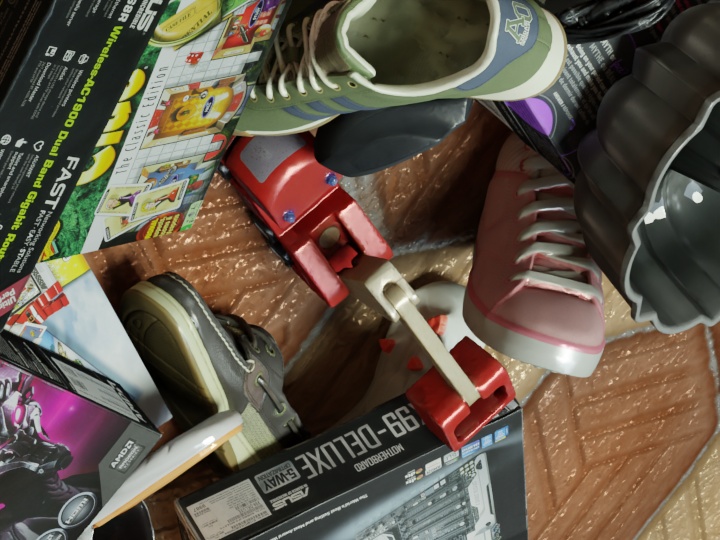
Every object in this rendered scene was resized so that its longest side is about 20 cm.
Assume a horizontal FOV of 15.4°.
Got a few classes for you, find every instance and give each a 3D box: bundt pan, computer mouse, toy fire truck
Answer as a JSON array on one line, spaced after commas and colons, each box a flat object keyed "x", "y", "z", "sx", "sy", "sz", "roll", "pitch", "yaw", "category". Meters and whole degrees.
[{"x": 0.191, "y": -0.068, "z": 1.415, "sx": 0.201, "sy": 0.076, "sz": 0.203, "roll": -30, "pitch": 144, "yaw": -25, "category": "bundt pan"}, {"x": 0.062, "y": -0.104, "z": 1.320, "sx": 0.199, "sy": 0.059, "sz": 0.034, "roll": -27, "pitch": 115, "yaw": 11, "category": "computer mouse"}, {"x": 0.000, "y": 0.000, "z": 1.414, "sx": 0.049, "sy": 0.141, "sz": 0.200, "roll": -41, "pitch": 143, "yaw": -6, "category": "toy fire truck"}]

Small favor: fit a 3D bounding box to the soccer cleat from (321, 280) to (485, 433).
[{"x": 0.018, "y": 0.098, "z": 1.585, "sx": 0.077, "sy": 0.069, "sz": 0.201, "roll": 16, "pitch": 109, "yaw": -53, "category": "soccer cleat"}]

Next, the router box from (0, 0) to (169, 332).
[{"x": -0.173, "y": -0.095, "z": 1.153, "sx": 0.062, "sy": 0.150, "sz": 0.201, "roll": 9, "pitch": 118, "yaw": -47, "category": "router box"}]

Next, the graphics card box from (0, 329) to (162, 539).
[{"x": -0.203, "y": 0.087, "z": 1.312, "sx": 0.126, "sy": 0.051, "sz": 0.200, "roll": -50, "pitch": 144, "yaw": 6, "category": "graphics card box"}]

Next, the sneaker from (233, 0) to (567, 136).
[{"x": -0.007, "y": -0.109, "z": 1.272, "sx": 0.090, "sy": 0.199, "sz": 0.068, "roll": 23, "pitch": 63, "yaw": -73, "category": "sneaker"}]

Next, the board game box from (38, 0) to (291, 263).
[{"x": -0.098, "y": -0.080, "z": 1.240, "sx": 0.104, "sy": 0.024, "sz": 0.200, "roll": -12, "pitch": 147, "yaw": -32, "category": "board game box"}]

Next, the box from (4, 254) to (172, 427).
[{"x": -0.188, "y": 0.052, "z": 1.366, "sx": 0.136, "sy": 0.038, "sz": 0.200, "roll": -37, "pitch": 142, "yaw": -11, "category": "box"}]

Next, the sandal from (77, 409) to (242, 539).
[{"x": -0.131, "y": 0.146, "z": 1.423, "sx": 0.206, "sy": 0.059, "sz": 0.079, "roll": -35, "pitch": 176, "yaw": 32, "category": "sandal"}]

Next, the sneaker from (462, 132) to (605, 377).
[{"x": 0.104, "y": -0.020, "z": 1.481, "sx": 0.075, "sy": 0.200, "sz": 0.105, "roll": 15, "pitch": 110, "yaw": -7, "category": "sneaker"}]

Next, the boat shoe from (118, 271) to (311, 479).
[{"x": -0.076, "y": 0.054, "z": 1.458, "sx": 0.065, "sy": 0.073, "sz": 0.200, "roll": -44, "pitch": 150, "yaw": -16, "category": "boat shoe"}]

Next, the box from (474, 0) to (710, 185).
[{"x": 0.138, "y": -0.165, "z": 1.423, "sx": 0.200, "sy": 0.106, "sz": 0.122, "roll": -44, "pitch": 145, "yaw": -3, "category": "box"}]

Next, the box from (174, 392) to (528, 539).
[{"x": -0.001, "y": 0.153, "z": 1.518, "sx": 0.199, "sy": 0.050, "sz": 0.158, "roll": -24, "pitch": 139, "yaw": -17, "category": "box"}]
